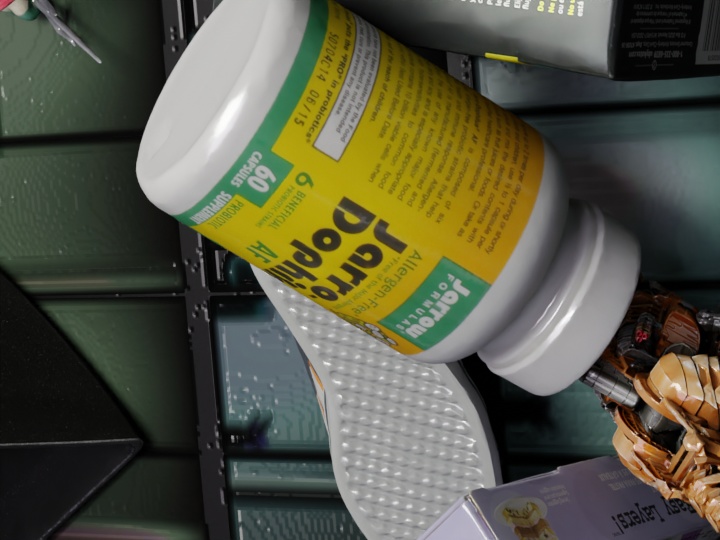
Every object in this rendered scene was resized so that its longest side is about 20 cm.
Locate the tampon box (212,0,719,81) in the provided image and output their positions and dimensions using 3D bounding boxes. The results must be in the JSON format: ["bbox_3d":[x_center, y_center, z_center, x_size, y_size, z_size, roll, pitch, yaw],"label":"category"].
[{"bbox_3d":[0.059,-0.160,1.189,0.199,0.150,0.127,11,100,30],"label":"tampon box"}]

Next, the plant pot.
[{"bbox_3d":[-0.272,0.074,1.415,0.200,0.199,0.178,-42,65,30],"label":"plant pot"}]

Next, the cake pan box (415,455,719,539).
[{"bbox_3d":[0.056,0.157,1.210,0.184,0.200,0.052,-44,69,29],"label":"cake pan box"}]

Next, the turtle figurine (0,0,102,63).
[{"bbox_3d":[-0.180,-0.207,1.368,0.200,0.100,0.150,51,119,22],"label":"turtle figurine"}]

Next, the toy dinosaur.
[{"bbox_3d":[0.150,0.071,1.171,0.102,0.135,0.201,-50,29,43],"label":"toy dinosaur"}]

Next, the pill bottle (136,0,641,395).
[{"bbox_3d":[0.016,-0.030,1.135,0.199,0.113,0.113,31,120,-20],"label":"pill bottle"}]

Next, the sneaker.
[{"bbox_3d":[0.012,0.043,1.244,0.078,0.079,0.201,-20,102,10],"label":"sneaker"}]
